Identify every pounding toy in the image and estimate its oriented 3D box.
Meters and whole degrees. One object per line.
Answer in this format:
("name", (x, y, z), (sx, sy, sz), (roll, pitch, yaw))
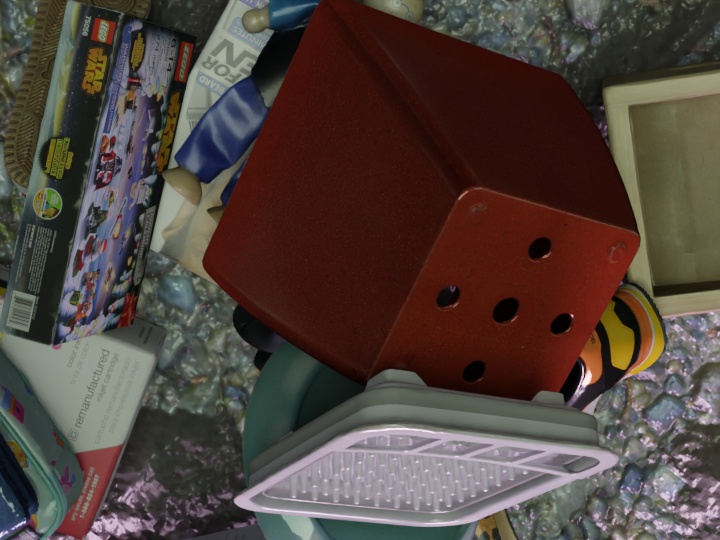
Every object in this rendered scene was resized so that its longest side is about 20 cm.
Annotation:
("pounding toy", (0.277, -0.055, 1.020), (0.199, 0.142, 0.185), (-8, 100, 10))

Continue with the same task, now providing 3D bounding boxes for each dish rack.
("dish rack", (0.033, 0.106, 0.869), (0.171, 0.200, 0.044), (9, 65, -26))

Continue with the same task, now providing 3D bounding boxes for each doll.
("doll", (-0.033, -0.111, 0.965), (0.136, 0.048, 0.200), (41, 93, -18))

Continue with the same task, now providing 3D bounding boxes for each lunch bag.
("lunch bag", (-0.287, 0.118, 0.958), (0.160, 0.077, 0.200), (-31, 102, 6))

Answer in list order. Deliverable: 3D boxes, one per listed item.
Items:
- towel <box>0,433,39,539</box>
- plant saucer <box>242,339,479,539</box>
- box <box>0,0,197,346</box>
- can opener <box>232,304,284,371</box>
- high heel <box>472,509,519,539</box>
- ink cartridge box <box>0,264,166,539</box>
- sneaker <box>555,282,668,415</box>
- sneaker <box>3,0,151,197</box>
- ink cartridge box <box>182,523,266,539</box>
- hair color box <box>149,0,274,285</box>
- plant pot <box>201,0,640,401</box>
("towel", (-0.302, 0.143, 0.900), (0.199, 0.049, 0.112), (-24, 105, 10))
("plant saucer", (0.013, 0.125, 0.994), (0.200, 0.027, 0.201), (12, 70, -35))
("box", (-0.160, -0.059, 0.926), (0.040, 0.137, 0.201), (15, 97, 10))
("can opener", (0.000, 0.000, 1.050), (0.200, 0.079, 0.063), (-34, 62, 0))
("high heel", (0.132, 0.207, 1.078), (0.199, 0.071, 0.143), (15, 100, 0))
("ink cartridge box", (-0.254, 0.079, 1.034), (0.199, 0.086, 0.148), (21, 99, -7))
("sneaker", (0.121, 0.081, 1.006), (0.090, 0.200, 0.070), (-14, 62, -34))
("sneaker", (-0.187, -0.122, 1.016), (0.071, 0.113, 0.201), (15, 68, 4))
("ink cartridge box", (-0.121, 0.264, 1.003), (0.199, 0.084, 0.146), (-13, 97, 2))
("hair color box", (-0.077, -0.094, 1.021), (0.109, 0.065, 0.200), (28, 99, -8))
("plant pot", (0.050, -0.019, 0.906), (0.199, 0.176, 0.200), (13, 114, -32))
